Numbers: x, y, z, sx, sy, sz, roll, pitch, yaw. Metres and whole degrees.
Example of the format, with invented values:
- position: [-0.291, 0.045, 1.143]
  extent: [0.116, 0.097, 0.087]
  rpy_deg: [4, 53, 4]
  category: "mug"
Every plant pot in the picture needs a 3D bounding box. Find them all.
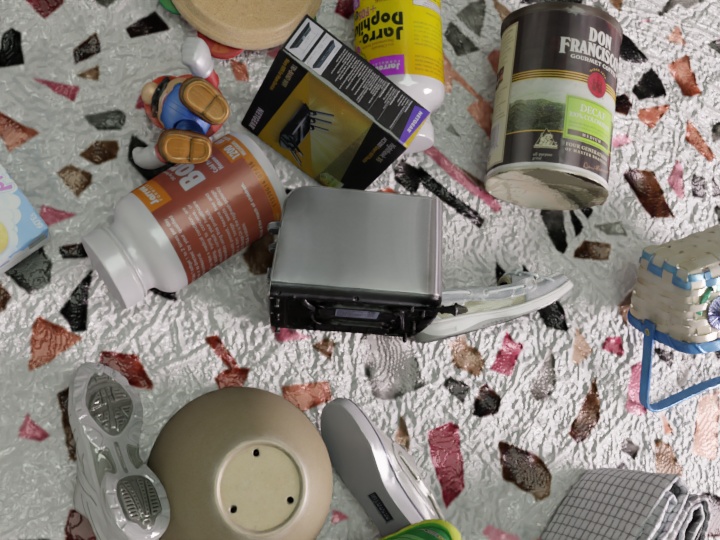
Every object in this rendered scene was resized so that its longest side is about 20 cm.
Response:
- position: [-0.111, 0.215, 0.947]
  extent: [0.197, 0.134, 0.203]
  rpy_deg: [3, 80, -16]
  category: "plant pot"

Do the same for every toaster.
- position: [0.000, 0.000, 0.978]
  extent: [0.197, 0.181, 0.120]
  rpy_deg: [5, 76, -3]
  category: "toaster"

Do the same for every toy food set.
- position: [-0.136, -0.342, 1.084]
  extent: [0.197, 0.049, 0.201]
  rpy_deg: [-6, 82, -18]
  category: "toy food set"

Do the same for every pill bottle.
- position: [0.045, -0.242, 1.091]
  extent: [0.103, 0.104, 0.203]
  rpy_deg: [1, 80, -16]
  category: "pill bottle"
- position: [-0.182, -0.050, 0.984]
  extent: [0.199, 0.112, 0.113]
  rpy_deg: [-35, 91, -20]
  category: "pill bottle"

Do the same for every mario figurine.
- position: [-0.192, -0.165, 0.961]
  extent: [0.123, 0.200, 0.107]
  rpy_deg: [-31, 110, -5]
  category: "mario figurine"

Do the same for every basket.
- position: [0.409, 0.061, 1.139]
  extent: [0.174, 0.139, 0.202]
  rpy_deg: [-19, 120, -18]
  category: "basket"

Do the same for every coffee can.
- position: [0.227, -0.189, 1.115]
  extent: [0.144, 0.146, 0.203]
  rpy_deg: [11, 78, -14]
  category: "coffee can"

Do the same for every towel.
- position: [0.274, 0.316, 1.030]
  extent: [0.085, 0.165, 0.201]
  rpy_deg: [40, 72, -12]
  category: "towel"

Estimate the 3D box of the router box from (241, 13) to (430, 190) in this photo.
- position: [-0.033, -0.161, 1.003]
  extent: [0.157, 0.200, 0.053]
  rpy_deg: [36, 69, -7]
  category: "router box"

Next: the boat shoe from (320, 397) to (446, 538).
- position: [0.031, 0.219, 1.026]
  extent: [0.201, 0.072, 0.066]
  rpy_deg: [55, 42, 3]
  category: "boat shoe"

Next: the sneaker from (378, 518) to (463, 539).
- position: [0.012, 0.316, 0.963]
  extent: [0.199, 0.084, 0.075]
  rpy_deg: [-33, 90, 17]
  category: "sneaker"

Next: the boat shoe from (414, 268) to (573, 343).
- position: [0.150, 0.030, 1.093]
  extent: [0.199, 0.074, 0.066]
  rpy_deg: [-15, 84, -10]
  category: "boat shoe"

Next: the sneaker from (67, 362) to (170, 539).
- position: [-0.259, 0.190, 0.938]
  extent: [0.077, 0.099, 0.202]
  rpy_deg: [7, 51, -43]
  category: "sneaker"

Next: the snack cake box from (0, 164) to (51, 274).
- position: [-0.415, -0.084, 0.945]
  extent: [0.115, 0.067, 0.201]
  rpy_deg: [-38, 92, -18]
  category: "snack cake box"
